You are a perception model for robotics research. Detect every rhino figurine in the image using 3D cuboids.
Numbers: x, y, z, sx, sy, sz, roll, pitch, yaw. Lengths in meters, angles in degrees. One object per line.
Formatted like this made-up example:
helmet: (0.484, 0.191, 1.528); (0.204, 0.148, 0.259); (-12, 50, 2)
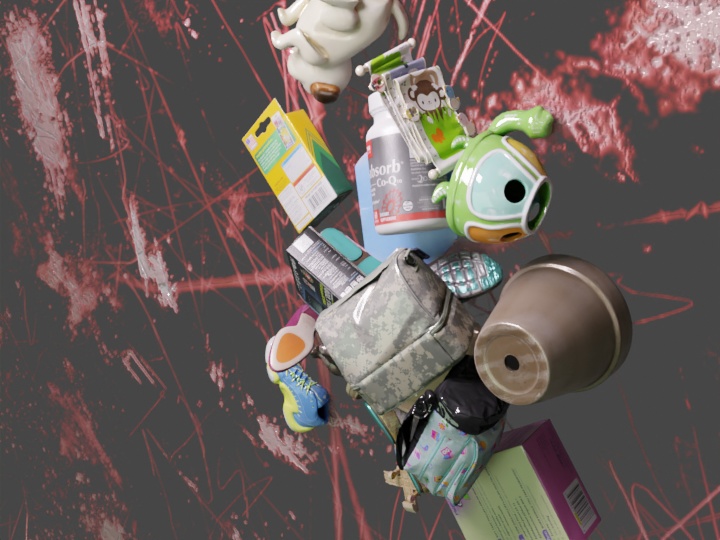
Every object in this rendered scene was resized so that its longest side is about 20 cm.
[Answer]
rhino figurine: (-0.039, 0.150, 1.432); (0.087, 0.060, 0.200); (35, 174, 4)

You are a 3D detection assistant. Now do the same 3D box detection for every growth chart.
growth chart: (0.091, -0.227, 1.151); (0.201, 0.145, 0.018); (55, 145, -10)

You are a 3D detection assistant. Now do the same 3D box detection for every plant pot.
plant pot: (0.249, 0.097, 1.140); (0.198, 0.172, 0.203); (18, 118, 37)

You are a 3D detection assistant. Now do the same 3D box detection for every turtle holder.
turtle holder: (0.200, -0.122, 1.134); (0.131, 0.186, 0.142); (23, 153, 33)

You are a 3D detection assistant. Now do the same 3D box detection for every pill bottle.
pill bottle: (0.067, -0.158, 1.204); (0.115, 0.115, 0.204); (-7, 89, 43)

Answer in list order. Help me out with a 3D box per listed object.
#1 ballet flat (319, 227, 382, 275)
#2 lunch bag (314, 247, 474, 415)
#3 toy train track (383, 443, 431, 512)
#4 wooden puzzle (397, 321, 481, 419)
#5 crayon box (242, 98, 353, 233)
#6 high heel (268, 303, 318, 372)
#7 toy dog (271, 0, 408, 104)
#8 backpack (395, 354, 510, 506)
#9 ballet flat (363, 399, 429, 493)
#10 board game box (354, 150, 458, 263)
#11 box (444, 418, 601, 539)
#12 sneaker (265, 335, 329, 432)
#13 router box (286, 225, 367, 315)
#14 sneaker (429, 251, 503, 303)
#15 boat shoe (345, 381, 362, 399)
ballet flat: (0.000, 0.000, 1.404); (0.199, 0.069, 0.072); (35, 146, 31)
lunch bag: (0.048, 0.080, 1.196); (0.199, 0.140, 0.168); (-38, 103, 28)
toy train track: (0.071, 0.352, 1.499); (0.113, 0.032, 0.203); (-1, 106, 42)
wooden puzzle: (0.117, 0.155, 1.380); (0.183, 0.037, 0.203); (21, 116, 35)
crayon box: (-0.111, -0.185, 1.429); (0.125, 0.051, 0.202); (-38, 81, 44)
high heel: (-0.123, 0.127, 1.470); (0.067, 0.201, 0.096); (33, 133, -7)
toy dog: (-0.042, -0.358, 1.248); (0.201, 0.191, 0.141); (122, 148, -44)
backpack: (0.137, 0.241, 1.202); (0.126, 0.166, 0.202); (38, 126, 24)
ballet flat: (0.080, 0.294, 1.444); (0.070, 0.070, 0.202); (-30, 92, 44)
board game box: (0.077, -0.108, 1.295); (0.155, 0.039, 0.204); (-5, 96, 21)
box: (0.244, 0.356, 1.303); (0.199, 0.096, 0.178); (-31, 86, 43)
sneaker: (-0.111, 0.217, 1.590); (0.104, 0.076, 0.203); (-7, 110, 30)
router box: (-0.044, 0.034, 1.379); (0.149, 0.062, 0.201); (40, 163, 18)
sneaker: (0.134, 0.030, 1.290); (0.197, 0.091, 0.079); (-16, 63, 24)
boat shoe: (0.047, 0.167, 1.375); (0.200, 0.072, 0.065); (-47, 71, 34)
